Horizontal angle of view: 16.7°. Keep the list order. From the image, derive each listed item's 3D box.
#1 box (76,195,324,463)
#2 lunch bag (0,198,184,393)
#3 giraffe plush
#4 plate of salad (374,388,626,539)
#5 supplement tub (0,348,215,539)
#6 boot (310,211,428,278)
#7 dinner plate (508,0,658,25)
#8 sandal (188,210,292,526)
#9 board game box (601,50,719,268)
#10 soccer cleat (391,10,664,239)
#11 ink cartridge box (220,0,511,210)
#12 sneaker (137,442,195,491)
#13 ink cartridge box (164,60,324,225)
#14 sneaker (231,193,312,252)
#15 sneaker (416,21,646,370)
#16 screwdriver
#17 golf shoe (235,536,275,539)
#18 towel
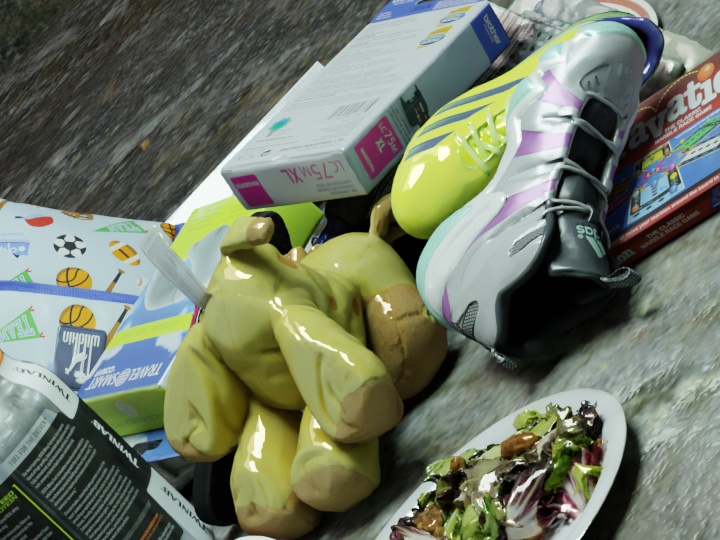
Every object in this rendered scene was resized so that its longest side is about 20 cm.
[{"bbox_3d":[-0.113,0.037,1.629,0.122,0.048,0.200,-16,38,53],"label":"box"},{"bbox_3d":[-0.210,0.048,1.774,0.200,0.170,0.124,-96,19,-47],"label":"lunch bag"},{"bbox_3d":[-0.020,0.041,1.468,0.162,0.200,0.173,-19,-13,-48],"label":"giraffe plush"},{"bbox_3d":[0.051,0.128,1.236,0.200,0.048,0.200,-40,16,15],"label":"plate of salad"},{"bbox_3d":[-0.196,0.142,1.518,0.122,0.200,0.123,-39,18,15],"label":"supplement tub"},{"bbox_3d":[0.000,0.000,1.644,0.200,0.075,0.097,-44,4,-32],"label":"boot"},{"bbox_3d":[0.110,-0.134,1.678,0.200,0.024,0.200,-17,28,10],"label":"dinner plate"},{"bbox_3d":[-0.086,0.059,1.534,0.045,0.075,0.200,11,91,31],"label":"sandal"},{"bbox_3d":[0.174,-0.062,1.401,0.200,0.019,0.103,-34,35,31],"label":"board game box"},{"bbox_3d":[0.099,-0.092,1.456,0.200,0.065,0.084,-38,7,-20],"label":"soccer cleat"},{"bbox_3d":[0.013,-0.114,1.563,0.119,0.042,0.200,-6,36,48],"label":"ink cartridge box"},{"bbox_3d":[-0.147,0.129,1.663,0.200,0.070,0.080,-49,20,-15],"label":"sneaker"},{"bbox_3d":[-0.079,-0.064,1.932,0.200,0.044,0.094,-47,-19,-8],"label":"ink cartridge box"},{"bbox_3d":[-0.069,-0.027,1.776,0.070,0.080,0.200,-3,14,-14],"label":"sneaker"},{"bbox_3d":[0.123,-0.034,1.363,0.200,0.078,0.140,-61,32,9],"label":"sneaker"},{"bbox_3d":[-0.029,0.003,1.539,0.029,0.028,0.200,-23,38,63],"label":"screwdriver"},{"bbox_3d":[-0.068,0.177,1.325,0.075,0.092,0.200,-45,15,4],"label":"golf shoe"},{"bbox_3d":[0.102,-0.098,1.560,0.200,0.035,0.192,-48,40,-14],"label":"towel"}]
